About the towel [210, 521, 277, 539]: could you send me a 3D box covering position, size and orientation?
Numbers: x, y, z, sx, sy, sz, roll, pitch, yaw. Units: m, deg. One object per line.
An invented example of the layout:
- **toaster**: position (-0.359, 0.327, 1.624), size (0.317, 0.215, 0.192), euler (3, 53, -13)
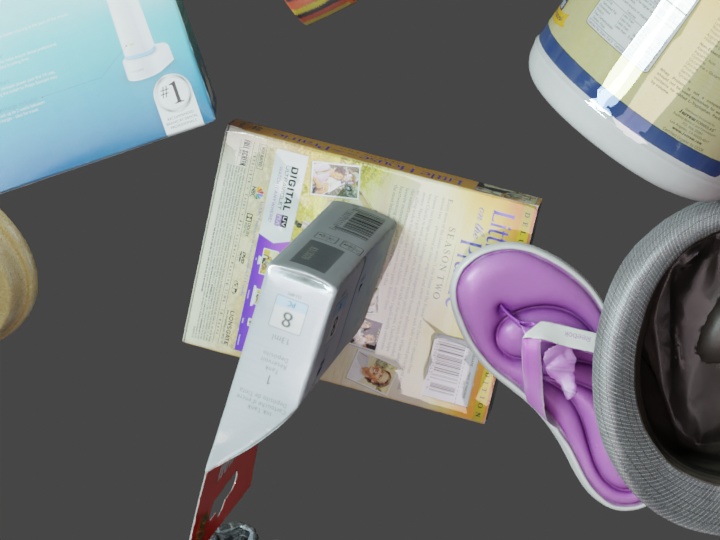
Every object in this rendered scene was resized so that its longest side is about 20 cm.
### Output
- **towel**: position (-0.105, 0.264, 1.448), size (0.085, 0.200, 0.166), euler (21, 107, 5)

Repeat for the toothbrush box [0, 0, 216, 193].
- **toothbrush box**: position (-0.185, -0.165, 1.385), size (0.146, 0.085, 0.201), euler (-20, 103, 1)

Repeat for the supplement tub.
- **supplement tub**: position (0.203, -0.154, 1.302), size (0.144, 0.144, 0.200), euler (35, 108, -1)

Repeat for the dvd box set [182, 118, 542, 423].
- **dvd box set**: position (0.000, 0.000, 1.441), size (0.199, 0.029, 0.147), euler (14, 107, 7)

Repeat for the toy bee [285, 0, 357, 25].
- **toy bee**: position (-0.069, -0.229, 1.346), size (0.200, 0.109, 0.131), euler (43, 104, -7)

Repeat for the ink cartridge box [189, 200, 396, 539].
- **ink cartridge box**: position (-0.042, 0.072, 1.369), size (0.047, 0.160, 0.201), euler (19, 108, 7)

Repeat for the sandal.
- **sandal**: position (0.132, 0.064, 1.409), size (0.082, 0.050, 0.203), euler (-39, 110, 0)

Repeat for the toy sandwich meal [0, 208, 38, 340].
- **toy sandwich meal**: position (-0.291, -0.026, 1.435), size (0.204, 0.070, 0.205), euler (7, 139, 6)

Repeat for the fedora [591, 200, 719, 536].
- **fedora**: position (0.220, 0.051, 1.377), size (0.176, 0.090, 0.201), euler (3, 94, -3)
